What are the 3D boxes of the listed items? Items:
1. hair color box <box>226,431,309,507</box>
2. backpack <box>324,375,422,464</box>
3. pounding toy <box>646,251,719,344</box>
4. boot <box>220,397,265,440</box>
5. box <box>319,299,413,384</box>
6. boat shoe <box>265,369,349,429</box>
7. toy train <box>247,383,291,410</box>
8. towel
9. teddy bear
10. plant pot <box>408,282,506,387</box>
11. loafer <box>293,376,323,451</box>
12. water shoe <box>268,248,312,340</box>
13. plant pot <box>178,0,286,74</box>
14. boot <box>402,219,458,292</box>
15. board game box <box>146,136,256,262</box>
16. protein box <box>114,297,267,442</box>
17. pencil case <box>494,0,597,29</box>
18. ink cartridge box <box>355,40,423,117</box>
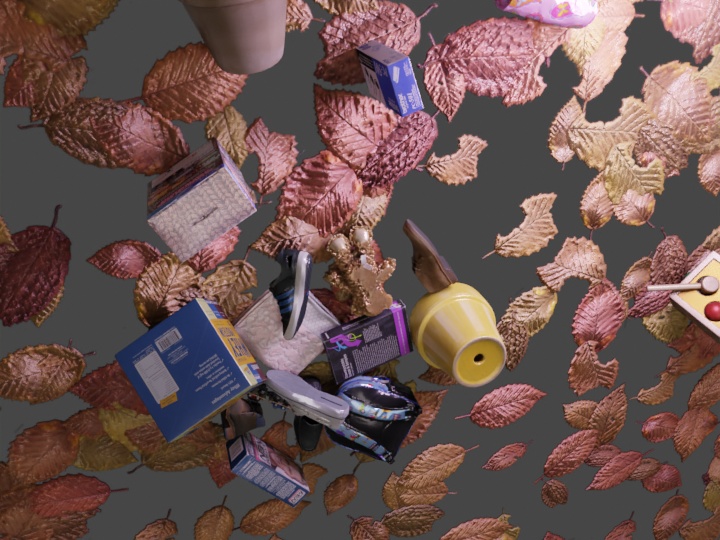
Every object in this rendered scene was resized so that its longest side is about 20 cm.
[{"bbox_3d":[-0.216,0.460,1.568,0.061,0.100,0.200,-45,120,6],"label":"hair color box"},{"bbox_3d":[0.015,0.329,1.558,0.199,0.135,0.184,22,106,-17],"label":"backpack"},{"bbox_3d":[0.861,0.060,1.679,0.184,0.200,0.142,-47,147,8],"label":"pounding toy"},{"bbox_3d":[-0.257,0.295,1.482,0.096,0.075,0.201,-9,139,-19],"label":"boot"},{"bbox_3d":[0.017,0.162,1.517,0.199,0.036,0.144,-23,130,-12],"label":"box"},{"bbox_3d":[-0.125,0.288,1.463,0.199,0.074,0.067,25,111,8],"label":"boat shoe"},{"bbox_3d":[-0.235,0.272,1.509,0.199,0.034,0.046,26,120,-24],"label":"toy train"},{"bbox_3d":[-0.159,0.130,1.468,0.191,0.032,0.200,-42,119,5],"label":"towel"},{"bbox_3d":[0.000,0.000,1.445,0.145,0.067,0.200,-42,113,-6],"label":"teddy bear"},{"bbox_3d":[0.230,0.156,1.513,0.199,0.189,0.202,-7,116,-15],"label":"plant pot"},{"bbox_3d":[-0.118,0.343,1.559,0.068,0.070,0.202,-3,115,-16],"label":"loafer"},{"bbox_3d":[-0.150,0.046,1.391,0.078,0.072,0.201,15,112,7],"label":"water shoe"},{"bbox_3d":[-0.201,-0.432,1.112,0.199,0.201,0.174,-17,136,-9],"label":"plant pot"},{"bbox_3d":[0.137,-0.025,1.469,0.075,0.074,0.200,-32,123,11],"label":"boot"},{"bbox_3d":[-0.289,-0.132,1.204,0.159,0.200,0.097,-34,120,1],"label":"board game box"},{"bbox_3d":[-0.331,0.194,1.333,0.198,0.135,0.201,-35,84,1],"label":"protein box"},{"bbox_3d":[0.358,-0.523,1.291,0.198,0.088,0.088,4,114,-20],"label":"pencil case"},{"bbox_3d":[0.049,-0.347,1.206,0.044,0.200,0.095,-24,120,-5],"label":"ink cartridge box"}]
